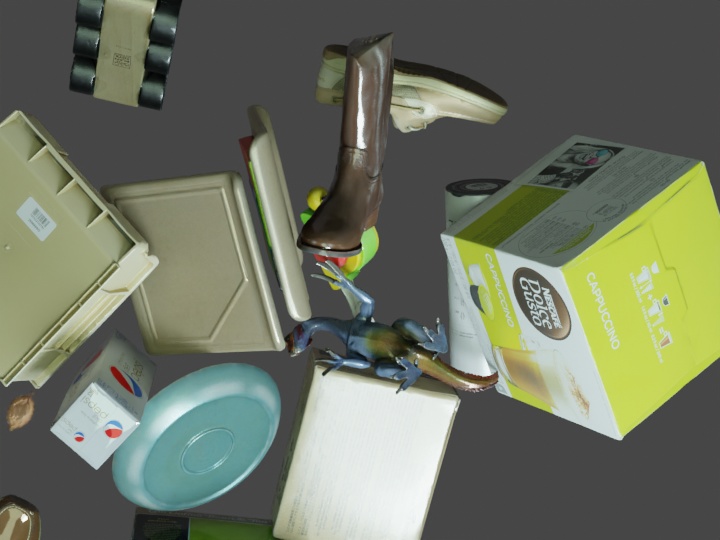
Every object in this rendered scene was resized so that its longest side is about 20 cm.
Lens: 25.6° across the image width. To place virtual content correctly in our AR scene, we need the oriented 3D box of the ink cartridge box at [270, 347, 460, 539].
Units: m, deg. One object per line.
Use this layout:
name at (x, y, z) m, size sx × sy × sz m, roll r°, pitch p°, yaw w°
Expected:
ink cartridge box at (0.002, 0.201, 1.722) m, size 0.163 × 0.075 × 0.202 m, roll 13°, pitch 102°, yaw -9°

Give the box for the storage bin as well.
storage bin at (-0.338, -0.022, 1.593) m, size 0.199 × 0.094 × 0.200 m, roll -44°, pitch 81°, yaw 7°

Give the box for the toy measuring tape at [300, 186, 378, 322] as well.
toy measuring tape at (0.000, 0.000, 1.670) m, size 0.073 × 0.074 × 0.202 m, roll -26°, pitch 105°, yaw 2°

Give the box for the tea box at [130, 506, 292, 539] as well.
tea box at (-0.153, 0.354, 1.685) m, size 0.197 × 0.197 × 0.135 m, roll 6°, pitch 103°, yaw -5°

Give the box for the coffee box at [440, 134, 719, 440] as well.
coffee box at (0.236, 0.011, 1.581) m, size 0.199 × 0.197 × 0.201 m, roll -34°, pitch 117°, yaw -22°

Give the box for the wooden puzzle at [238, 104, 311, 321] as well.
wooden puzzle at (-0.088, -0.060, 1.582) m, size 0.037 × 0.200 × 0.187 m, roll -13°, pitch 105°, yaw 0°

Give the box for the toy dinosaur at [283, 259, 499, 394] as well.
toy dinosaur at (0.009, 0.087, 1.647) m, size 0.200 × 0.181 × 0.106 m, roll 40°, pitch 73°, yaw -27°

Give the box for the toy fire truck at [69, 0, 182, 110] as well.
toy fire truck at (-0.233, -0.287, 1.555) m, size 0.127 × 0.176 × 0.202 m, roll 12°, pitch 62°, yaw -7°

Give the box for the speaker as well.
speaker at (0.130, 0.009, 1.680) m, size 0.080 × 0.081 × 0.203 m, roll -4°, pitch 104°, yaw -4°

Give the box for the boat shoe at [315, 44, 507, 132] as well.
boat shoe at (0.052, -0.178, 1.635) m, size 0.198 × 0.071 × 0.065 m, roll 16°, pitch 108°, yaw 2°

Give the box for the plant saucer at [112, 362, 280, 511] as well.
plant saucer at (-0.165, 0.183, 1.667) m, size 0.198 × 0.027 × 0.202 m, roll -23°, pitch 138°, yaw -22°

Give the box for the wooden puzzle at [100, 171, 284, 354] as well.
wooden puzzle at (-0.169, -0.006, 1.618) m, size 0.198 × 0.037 × 0.187 m, roll -2°, pitch 109°, yaw 37°

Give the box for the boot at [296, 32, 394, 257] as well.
boot at (-0.009, -0.126, 1.527) m, size 0.063 × 0.187 × 0.202 m, roll 12°, pitch 110°, yaw 8°

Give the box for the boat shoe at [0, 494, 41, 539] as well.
boat shoe at (-0.409, 0.343, 1.725) m, size 0.075 × 0.074 × 0.202 m, roll 26°, pitch 101°, yaw -11°

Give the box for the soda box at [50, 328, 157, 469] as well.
soda box at (-0.259, 0.127, 1.616) m, size 0.064 × 0.200 × 0.068 m, roll 42°, pitch 98°, yaw -10°
